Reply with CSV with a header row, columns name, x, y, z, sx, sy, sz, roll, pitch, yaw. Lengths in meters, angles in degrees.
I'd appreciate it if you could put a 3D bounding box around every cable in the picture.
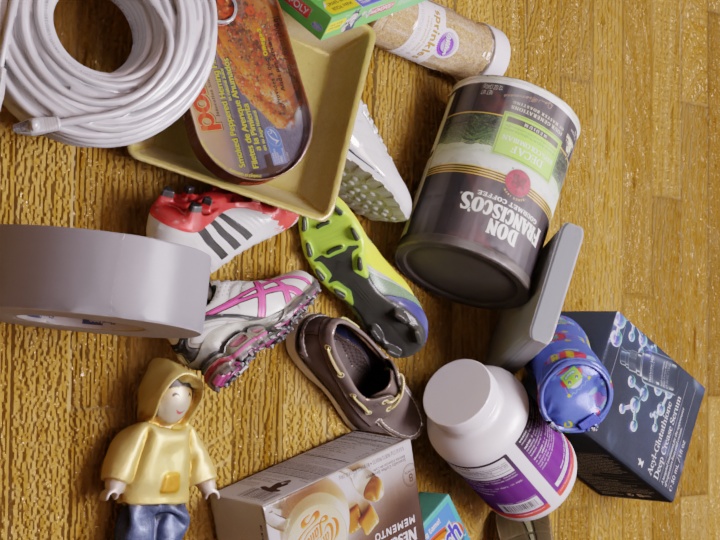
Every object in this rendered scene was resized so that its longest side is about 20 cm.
name,x,y,z,sx,sy,sz,roll,pitch,yaw
cable,-0.220,-0.200,1.406,0.199,0.069,0.201,3,81,-23

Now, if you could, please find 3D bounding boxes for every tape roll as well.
name,x,y,z,sx,sy,sz,roll,pitch,yaw
tape roll,-0.221,0.011,1.347,0.200,0.200,0.066,12,81,-45

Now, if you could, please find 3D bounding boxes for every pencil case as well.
name,x,y,z,sx,sy,sz,roll,pitch,yaw
pencil case,0.214,0.108,1.754,0.200,0.078,0.087,-93,158,-77

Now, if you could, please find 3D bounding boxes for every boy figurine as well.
name,x,y,z,sx,sy,sz,roll,pitch,yaw
boy figurine,-0.173,0.179,1.488,0.124,0.064,0.201,14,81,-41

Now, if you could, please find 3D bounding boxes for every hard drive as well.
name,x,y,z,sx,sy,sz,roll,pitch,yaw
hard drive,0.177,0.043,1.770,0.026,0.200,0.132,21,69,-4

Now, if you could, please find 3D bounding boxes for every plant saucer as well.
name,x,y,z,sx,sy,sz,roll,pitch,yaw
plant saucer,-0.103,-0.161,1.545,0.199,0.048,0.201,19,73,-18

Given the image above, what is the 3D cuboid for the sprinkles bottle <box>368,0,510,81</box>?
name,x,y,z,sx,sy,sz,roll,pitch,yaw
sprinkles bottle,0.069,-0.246,1.747,0.200,0.068,0.069,15,78,-44

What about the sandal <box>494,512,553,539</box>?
name,x,y,z,sx,sy,sz,roll,pitch,yaw
sandal,0.177,0.329,1.798,0.200,0.080,0.054,-87,175,-52

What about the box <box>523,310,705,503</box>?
name,x,y,z,sx,sy,sz,roll,pitch,yaw
box,0.286,0.156,1.924,0.200,0.107,0.149,37,64,-37

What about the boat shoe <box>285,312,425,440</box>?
name,x,y,z,sx,sy,sz,roll,pitch,yaw
boat shoe,0.007,0.111,1.675,0.200,0.059,0.072,47,57,-33

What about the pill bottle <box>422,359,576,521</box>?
name,x,y,z,sx,sy,sz,roll,pitch,yaw
pill bottle,0.142,0.173,1.752,0.200,0.112,0.113,49,55,-46

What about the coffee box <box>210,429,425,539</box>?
name,x,y,z,sx,sy,sz,roll,pitch,yaw
coffee box,-0.038,0.239,1.606,0.200,0.080,0.115,-18,105,-43

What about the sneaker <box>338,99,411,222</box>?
name,x,y,z,sx,sy,sz,roll,pitch,yaw
sneaker,-0.007,-0.124,1.664,0.200,0.076,0.081,47,52,-34

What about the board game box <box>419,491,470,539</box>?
name,x,y,z,sx,sy,sz,roll,pitch,yaw
board game box,0.074,0.355,1.744,0.152,0.045,0.201,-44,118,-37

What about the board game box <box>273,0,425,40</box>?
name,x,y,z,sx,sy,sz,roll,pitch,yaw
board game box,-0.027,-0.288,1.596,0.134,0.029,0.200,39,35,14

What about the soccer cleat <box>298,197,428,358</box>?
name,x,y,z,sx,sy,sz,roll,pitch,yaw
soccer cleat,-0.001,0.001,1.684,0.200,0.065,0.084,55,13,-18

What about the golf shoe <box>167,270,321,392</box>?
name,x,y,z,sx,sy,sz,roll,pitch,yaw
golf shoe,-0.106,0.033,1.553,0.092,0.073,0.200,43,31,7

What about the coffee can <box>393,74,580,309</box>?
name,x,y,z,sx,sy,sz,roll,pitch,yaw
coffee can,0.133,-0.081,1.750,0.146,0.146,0.201,37,62,-38

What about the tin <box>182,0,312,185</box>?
name,x,y,z,sx,sy,sz,roll,pitch,yaw
tin,-0.113,-0.173,1.497,0.112,0.042,0.201,-13,85,-27

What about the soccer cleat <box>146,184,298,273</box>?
name,x,y,z,sx,sy,sz,roll,pitch,yaw
soccer cleat,-0.130,-0.038,1.545,0.200,0.069,0.085,-13,131,-58
